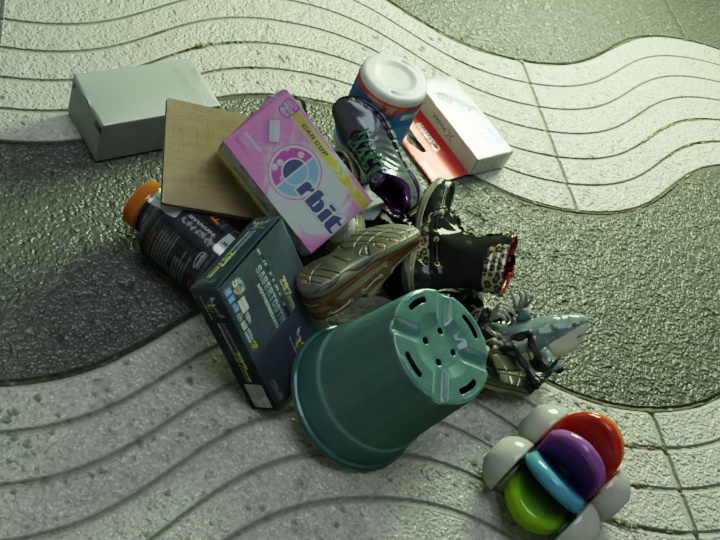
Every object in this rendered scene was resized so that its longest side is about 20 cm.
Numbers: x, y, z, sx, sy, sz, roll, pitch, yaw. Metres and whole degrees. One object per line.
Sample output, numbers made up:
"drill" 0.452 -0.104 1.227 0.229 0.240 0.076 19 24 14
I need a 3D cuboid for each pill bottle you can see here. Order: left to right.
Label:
"pill bottle" -0.231 -0.037 1.333 0.200 0.107 0.106 38 47 8
"pill bottle" 0.021 -0.234 1.544 0.111 0.201 0.113 12 48 -14

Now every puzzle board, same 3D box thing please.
"puzzle board" -0.177 -0.145 1.341 0.198 0.017 0.152 9 71 -28

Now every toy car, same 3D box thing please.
"toy car" 0.276 0.261 1.290 0.175 0.150 0.199 46 49 15

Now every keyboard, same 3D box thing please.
"keyboard" 0.026 -0.117 1.528 0.056 0.011 0.200 5 26 18

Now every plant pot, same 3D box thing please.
"plant pot" 0.046 0.127 1.229 0.199 0.196 0.202 19 55 -29

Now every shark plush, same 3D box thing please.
"shark plush" 0.237 0.083 1.466 0.198 0.084 0.091 17 13 13

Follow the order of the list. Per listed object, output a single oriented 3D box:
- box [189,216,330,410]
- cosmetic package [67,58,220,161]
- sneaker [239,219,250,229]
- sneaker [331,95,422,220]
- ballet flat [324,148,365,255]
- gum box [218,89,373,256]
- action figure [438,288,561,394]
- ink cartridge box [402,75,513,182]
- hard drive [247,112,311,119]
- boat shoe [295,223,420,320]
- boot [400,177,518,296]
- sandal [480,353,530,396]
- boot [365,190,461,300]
"box" -0.122 0.055 1.262 0.051 0.201 0.158 -1 34 33
"cosmetic package" -0.328 -0.246 1.479 0.199 0.081 0.113 -16 61 -32
"sneaker" -0.135 -0.111 1.458 0.113 0.077 0.200 -13 54 -24
"sneaker" 0.023 -0.169 1.436 0.201 0.074 0.088 53 22 -8
"ballet flat" -0.031 -0.093 1.413 0.067 0.075 0.201 -12 55 15
"gum box" -0.092 -0.134 1.318 0.113 0.066 0.200 -40 97 -13
"action figure" 0.199 0.073 1.381 0.200 0.102 0.119 43 35 7
"ink cartridge box" 0.148 -0.253 1.725 0.175 0.045 0.201 -17 61 -35
"hard drive" -0.093 -0.136 1.444 0.139 0.033 0.202 -10 81 -57
"boat shoe" 0.000 0.000 1.315 0.199 0.072 0.076 -28 34 -25
"boot" 0.149 -0.045 1.385 0.149 0.074 0.201 7 50 19
"sandal" 0.165 0.149 1.400 0.200 0.057 0.080 23 36 -26
"boot" 0.098 -0.033 1.498 0.157 0.080 0.212 -16 60 -33
